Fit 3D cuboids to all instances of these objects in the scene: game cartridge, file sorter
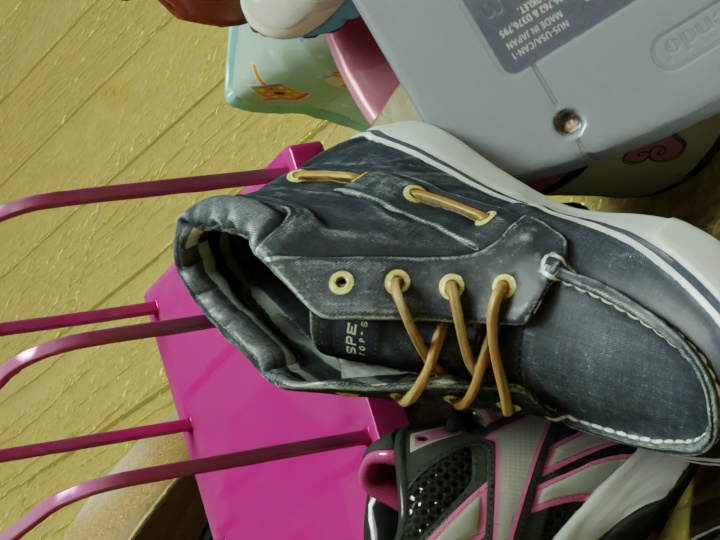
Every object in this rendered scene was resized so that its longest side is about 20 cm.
[{"bbox_3d":[0.094,-0.116,0.855,0.200,0.133,0.041,-31,-10,13],"label":"game cartridge"},{"bbox_3d":[-0.065,0.082,0.894,0.139,0.125,0.200,-41,62,56],"label":"file sorter"}]

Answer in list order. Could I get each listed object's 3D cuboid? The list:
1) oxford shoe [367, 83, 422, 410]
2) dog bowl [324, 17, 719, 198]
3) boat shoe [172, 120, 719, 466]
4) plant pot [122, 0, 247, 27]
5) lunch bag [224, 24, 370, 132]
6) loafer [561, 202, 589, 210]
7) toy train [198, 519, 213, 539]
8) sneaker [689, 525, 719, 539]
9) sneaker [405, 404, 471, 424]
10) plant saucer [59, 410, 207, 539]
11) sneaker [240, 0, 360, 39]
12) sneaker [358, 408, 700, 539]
[{"bbox_3d":[0.000,0.000,0.962,0.071,0.074,0.200,60,146,32],"label":"oxford shoe"},{"bbox_3d":[0.052,-0.115,0.969,0.200,0.074,0.200,34,132,49],"label":"dog bowl"},{"bbox_3d":[0.033,0.017,0.793,0.200,0.091,0.071,27,130,46],"label":"boat shoe"},{"bbox_3d":[-0.067,-0.213,1.058,0.195,0.201,0.201,-64,20,16],"label":"plant pot"},{"bbox_3d":[0.023,-0.175,1.183,0.170,0.122,0.200,147,133,-60],"label":"lunch bag"},{"bbox_3d":[0.033,0.003,1.067,0.201,0.068,0.070,2,67,63],"label":"loafer"},{"bbox_3d":[-0.063,0.181,1.119,0.114,0.087,0.200,-136,69,-78],"label":"toy train"},{"bbox_3d":[0.089,0.116,0.772,0.200,0.083,0.071,-52,36,43],"label":"sneaker"},{"bbox_3d":[0.043,0.069,0.971,0.082,0.077,0.200,-52,4,-14],"label":"sneaker"},{"bbox_3d":[-0.096,0.128,1.167,0.200,0.035,0.200,-54,-14,-20],"label":"plant saucer"},{"bbox_3d":[-0.027,-0.151,0.924,0.075,0.087,0.200,54,147,26],"label":"sneaker"},{"bbox_3d":[0.047,0.067,0.829,0.200,0.086,0.080,-47,-13,-39],"label":"sneaker"}]
